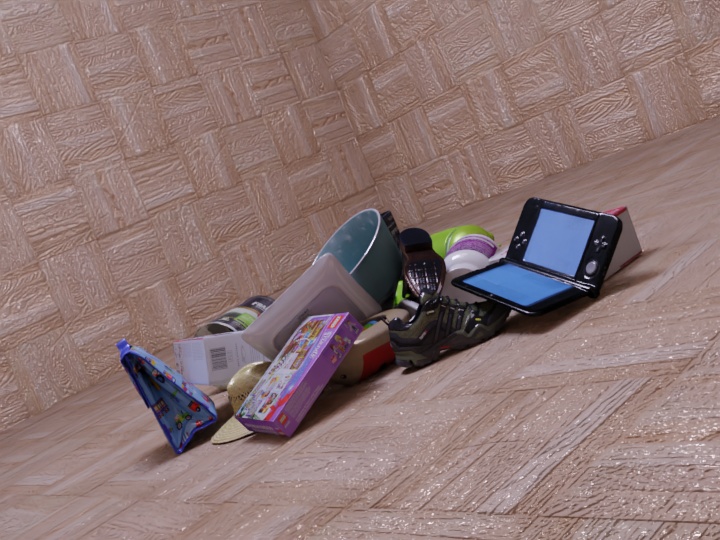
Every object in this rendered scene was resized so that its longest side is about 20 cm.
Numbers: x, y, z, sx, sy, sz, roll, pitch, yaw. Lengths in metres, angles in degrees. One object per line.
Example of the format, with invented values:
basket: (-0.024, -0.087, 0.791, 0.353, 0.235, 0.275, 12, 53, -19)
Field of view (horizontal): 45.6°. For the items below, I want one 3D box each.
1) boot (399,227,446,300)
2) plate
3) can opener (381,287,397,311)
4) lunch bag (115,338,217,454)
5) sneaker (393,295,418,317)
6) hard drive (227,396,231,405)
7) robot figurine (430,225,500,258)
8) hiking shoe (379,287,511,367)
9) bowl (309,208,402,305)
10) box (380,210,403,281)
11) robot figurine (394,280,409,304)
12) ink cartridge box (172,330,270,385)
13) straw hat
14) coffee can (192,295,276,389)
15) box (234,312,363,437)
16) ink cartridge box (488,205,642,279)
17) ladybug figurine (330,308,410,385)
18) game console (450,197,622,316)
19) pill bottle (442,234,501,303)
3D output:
boot: (0.106, 0.019, 1.449, 0.073, 0.098, 0.201, -5, 34, -1)
plate: (-0.071, 0.093, 1.424, 0.199, 0.200, 0.032, -43, 47, 0)
can opener: (0.038, 0.057, 1.612, 0.052, 0.068, 0.201, 15, 42, 1)
lunch bag: (-0.341, 0.194, 1.457, 0.094, 0.201, 0.150, -40, 8, -9)
sneaker: (0.123, 0.062, 1.519, 0.098, 0.072, 0.200, -29, 2, -8)
hard drive: (-0.155, 0.198, 1.653, 0.130, 0.027, 0.200, -21, 5, 23)
robot figurine: (0.200, -0.029, 1.768, 0.174, 0.118, 0.199, -21, 3, -31)
hiking shoe: (0.131, 0.067, 1.279, 0.197, 0.102, 0.076, -24, 6, -7)
bowl: (0.000, 0.000, 1.542, 0.200, 0.105, 0.202, -41, 25, 23)
box: (0.045, -0.013, 1.911, 0.116, 0.203, 0.197, -22, 6, 12)
robot figurine: (0.013, 0.066, 1.725, 0.173, 0.118, 0.200, -17, 6, 13)
ink cartridge box: (-0.234, 0.156, 1.580, 0.173, 0.086, 0.199, -7, -3, -29)
straw hat: (-0.168, 0.196, 1.393, 0.198, 0.086, 0.201, -24, 5, 2)
coffee can: (-0.257, 0.154, 1.879, 0.145, 0.148, 0.200, -20, 7, 27)
box: (-0.093, 0.153, 1.281, 0.201, 0.039, 0.136, -54, 22, -24)
ink cartridge box: (0.331, -0.024, 1.397, 0.144, 0.085, 0.199, -29, 8, -39)
ladybug figurine: (0.011, 0.125, 1.385, 0.198, 0.073, 0.135, -28, 6, -36)
game console: (0.255, -0.026, 1.261, 0.115, 0.179, 0.199, 19, 3, -35)
pill bottle: (0.191, 0.010, 1.502, 0.111, 0.114, 0.200, -21, 8, 18)
